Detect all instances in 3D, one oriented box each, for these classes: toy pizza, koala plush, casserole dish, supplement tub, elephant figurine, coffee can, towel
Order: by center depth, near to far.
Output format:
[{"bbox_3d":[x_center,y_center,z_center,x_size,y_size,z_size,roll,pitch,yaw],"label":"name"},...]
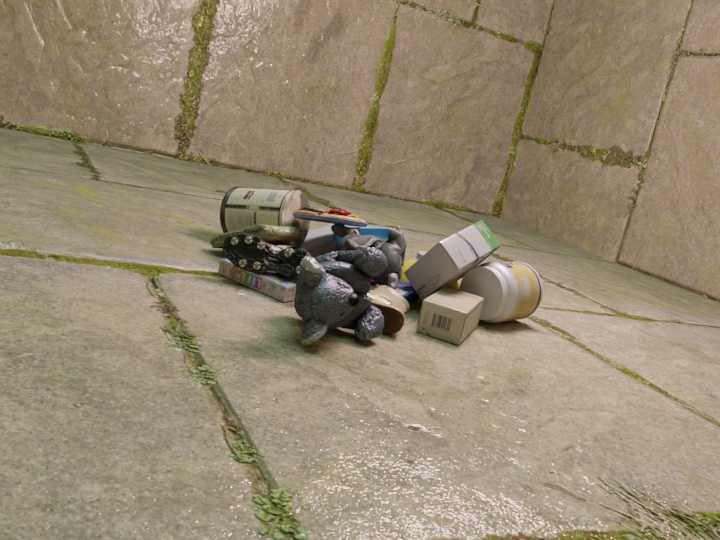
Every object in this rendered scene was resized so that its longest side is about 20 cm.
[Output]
[{"bbox_3d":[-0.061,0.050,1.308,0.180,0.181,0.200,4,9,17],"label":"koala plush"},{"bbox_3d":[0.005,-0.037,1.701,0.196,0.145,0.155,11,-4,7],"label":"elephant figurine"},{"bbox_3d":[0.344,0.052,1.756,0.144,0.148,0.198,22,14,38],"label":"supplement tub"},{"bbox_3d":[-0.262,-0.081,1.770,0.197,0.037,0.147,-11,-8,35],"label":"towel"},{"bbox_3d":[-0.075,-0.138,1.814,0.196,0.032,0.200,7,2,0],"label":"toy pizza"},{"bbox_3d":[0.022,-0.065,1.834,0.196,0.039,0.122,-1,35,-12],"label":"casserole dish"},{"bbox_3d":[-0.252,-0.143,1.901,0.196,0.150,0.146,6,8,26],"label":"coffee can"}]

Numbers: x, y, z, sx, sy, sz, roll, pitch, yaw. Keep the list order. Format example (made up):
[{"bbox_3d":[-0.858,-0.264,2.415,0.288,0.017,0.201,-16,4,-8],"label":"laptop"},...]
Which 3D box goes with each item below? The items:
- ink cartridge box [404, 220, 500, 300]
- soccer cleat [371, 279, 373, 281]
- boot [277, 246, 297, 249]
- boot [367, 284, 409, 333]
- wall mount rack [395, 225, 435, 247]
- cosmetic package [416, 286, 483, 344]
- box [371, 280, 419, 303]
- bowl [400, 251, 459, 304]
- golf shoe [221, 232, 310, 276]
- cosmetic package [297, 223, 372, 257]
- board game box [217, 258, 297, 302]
[{"bbox_3d":[0.219,-0.026,1.698,0.199,0.146,0.085,-25,76,-47],"label":"ink cartridge box"},{"bbox_3d":[0.000,0.000,1.806,0.198,0.068,0.076,-6,33,-46],"label":"soccer cleat"},{"bbox_3d":[-0.158,-0.023,1.738,0.143,0.074,0.198,3,12,-45],"label":"boot"},{"bbox_3d":[0.006,0.064,1.507,0.196,0.074,0.155,17,13,7],"label":"boot"},{"bbox_3d":[0.142,-0.044,2.003,0.197,0.075,0.174,27,-9,9],"label":"wall mount rack"},{"bbox_3d":[0.201,0.096,1.580,0.102,0.075,0.200,16,13,16],"label":"cosmetic package"},{"bbox_3d":[0.065,0.053,1.682,0.119,0.033,0.199,11,13,22],"label":"box"},{"bbox_3d":[0.173,0.014,1.839,0.196,0.110,0.200,13,11,-3],"label":"bowl"},{"bbox_3d":[-0.204,-0.024,1.558,0.196,0.079,0.088,15,-8,-2],"label":"golf shoe"},{"bbox_3d":[-0.077,-0.081,1.941,0.197,0.053,0.151,-18,23,-13],"label":"cosmetic package"},{"bbox_3d":[-0.200,0.016,1.591,0.197,0.035,0.134,21,14,31],"label":"board game box"}]
